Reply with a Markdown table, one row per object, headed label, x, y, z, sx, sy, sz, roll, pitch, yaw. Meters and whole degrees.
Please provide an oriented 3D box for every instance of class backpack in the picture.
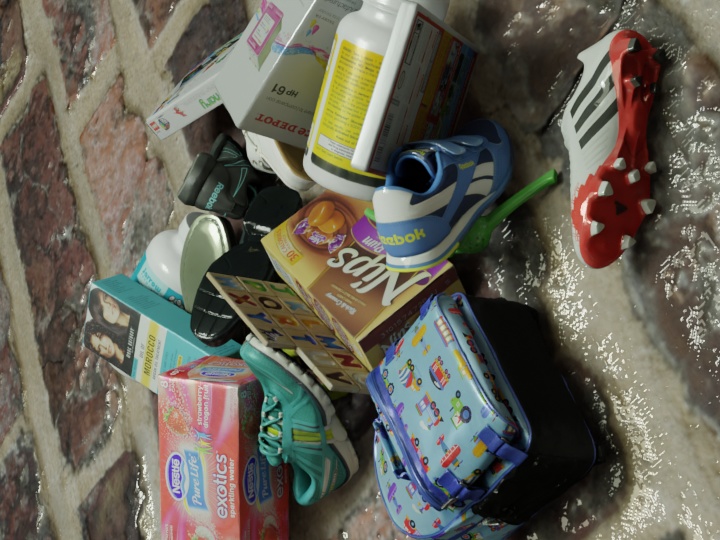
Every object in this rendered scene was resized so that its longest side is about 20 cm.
| label | x | y | z | sx | sy | sz | roll | pitch | yaw |
| --- | --- | --- | --- | --- | --- | --- | --- | --- | --- |
| backpack | 0.079 | 0.141 | 0.997 | 0.201 | 0.133 | 0.184 | -50 | 46 | 33 |

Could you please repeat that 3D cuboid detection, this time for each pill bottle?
| label | x | y | z | sx | sy | sz | roll | pitch | yaw |
| --- | --- | --- | --- | --- | --- | --- | --- | --- | --- |
| pill bottle | 0.020 | -0.178 | 1.146 | 0.112 | 0.111 | 0.203 | 40 | 121 | 47 |
| pill bottle | -0.223 | 0.030 | 1.403 | 0.201 | 0.110 | 0.111 | -56 | 44 | 24 |

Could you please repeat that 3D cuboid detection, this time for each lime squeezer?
| label | x | y | z | sx | sy | sz | roll | pitch | yaw |
| --- | --- | --- | --- | --- | --- | --- | --- | --- | --- |
| lime squeezer | 0.080 | -0.046 | 1.070 | 0.197 | 0.038 | 0.072 | -10 | 64 | 31 |

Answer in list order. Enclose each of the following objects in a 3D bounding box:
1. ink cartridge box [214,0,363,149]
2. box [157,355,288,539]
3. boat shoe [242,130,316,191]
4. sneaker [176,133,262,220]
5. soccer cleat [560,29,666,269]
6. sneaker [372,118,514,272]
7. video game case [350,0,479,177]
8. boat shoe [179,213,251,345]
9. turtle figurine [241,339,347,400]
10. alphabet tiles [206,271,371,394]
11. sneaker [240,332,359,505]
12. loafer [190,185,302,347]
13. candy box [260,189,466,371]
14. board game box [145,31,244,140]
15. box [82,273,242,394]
| label | x | y | z | sx | sy | sz | roll | pitch | yaw |
| --- | --- | --- | --- | --- | --- | --- | --- | --- | --- |
| ink cartridge box | -0.040 | -0.229 | 1.227 | 0.201 | 0.143 | 0.085 | -53 | 47 | 26 |
| box | -0.136 | 0.196 | 1.181 | 0.101 | 0.094 | 0.204 | 6 | 101 | 27 |
| boat shoe | -0.095 | -0.139 | 1.332 | 0.070 | 0.070 | 0.201 | -56 | 35 | 24 |
| sneaker | -0.153 | -0.099 | 1.353 | 0.076 | 0.078 | 0.200 | -61 | 5 | 18 |
| soccer cleat | 0.198 | -0.099 | 0.975 | 0.085 | 0.068 | 0.204 | -4 | 73 | 58 |
| sneaker | 0.073 | -0.085 | 1.029 | 0.073 | 0.083 | 0.201 | -6 | 33 | 37 |
| video game case | 0.054 | -0.150 | 1.066 | 0.017 | 0.199 | 0.145 | 20 | 96 | 20 |
| boat shoe | -0.157 | 0.036 | 1.323 | 0.071 | 0.060 | 0.205 | 6 | 101 | 31 |
| turtle figurine | -0.083 | 0.091 | 1.255 | 0.160 | 0.064 | 0.204 | -14 | 70 | 48 |
| alphabet tiles | -0.038 | 0.061 | 1.129 | 0.200 | 0.165 | 0.008 | 43 | 115 | 46 |
| sneaker | -0.064 | 0.145 | 1.121 | 0.079 | 0.202 | 0.077 | -38 | 34 | -18 |
| loafer | -0.112 | 0.006 | 1.255 | 0.072 | 0.073 | 0.201 | 17 | 58 | 25 |
| candy box | 0.000 | 0.000 | 1.146 | 0.116 | 0.057 | 0.200 | -36 | 42 | -9 |
| board game box | -0.164 | -0.236 | 1.413 | 0.198 | 0.035 | 0.127 | -21 | 28 | 46 |
| box | -0.219 | 0.084 | 1.304 | 0.198 | 0.049 | 0.084 | 27 | 116 | 29 |
